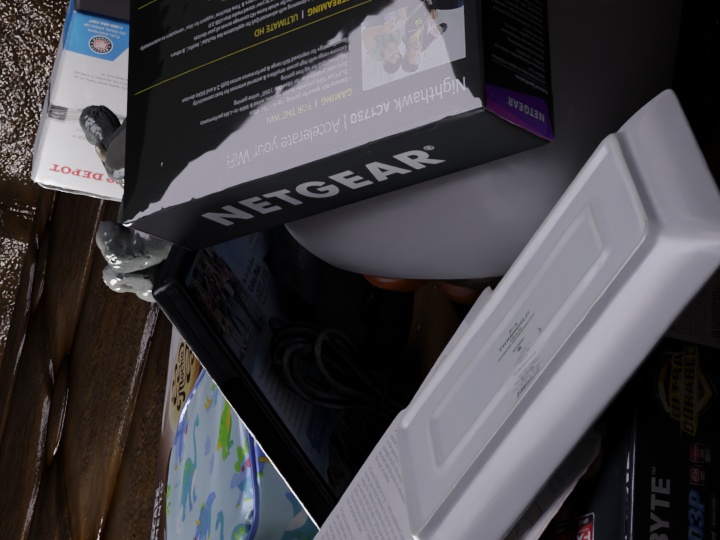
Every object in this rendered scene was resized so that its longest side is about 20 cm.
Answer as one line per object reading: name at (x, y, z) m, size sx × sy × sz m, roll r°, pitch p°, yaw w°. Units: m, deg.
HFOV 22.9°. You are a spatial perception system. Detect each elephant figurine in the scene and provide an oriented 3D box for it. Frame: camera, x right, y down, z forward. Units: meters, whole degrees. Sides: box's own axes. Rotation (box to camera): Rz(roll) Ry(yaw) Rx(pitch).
elephant figurine at (-0.166, -0.087, 1.492) m, size 0.142 × 0.155 × 0.200 m, roll 84°, pitch 179°, yaw -66°

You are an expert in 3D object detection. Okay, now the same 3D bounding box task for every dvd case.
dvd case at (-0.029, 0.057, 0.876) m, size 0.018 × 0.200 × 0.143 m, roll -28°, pitch 18°, yaw 17°

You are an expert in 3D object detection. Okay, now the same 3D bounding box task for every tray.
tray at (0.065, 0.029, 0.676) m, size 0.200 × 0.022 × 0.107 m, roll -56°, pitch 23°, yaw 27°

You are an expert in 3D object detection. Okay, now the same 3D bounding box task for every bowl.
bowl at (0.040, -0.101, 0.795) m, size 0.200 × 0.075 × 0.200 m, roll -2°, pitch 73°, yaw 40°

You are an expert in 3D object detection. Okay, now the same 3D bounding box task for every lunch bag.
lunch bag at (-0.058, 0.117, 1.030) m, size 0.200 × 0.082 × 0.161 m, roll 121°, pitch 149°, yaw -53°

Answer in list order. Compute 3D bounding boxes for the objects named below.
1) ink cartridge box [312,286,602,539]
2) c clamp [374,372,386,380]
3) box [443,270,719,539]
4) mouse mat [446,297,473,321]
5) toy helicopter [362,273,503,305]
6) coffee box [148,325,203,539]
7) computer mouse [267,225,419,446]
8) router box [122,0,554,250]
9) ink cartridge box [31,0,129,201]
ink cartridge box at (0.035, 0.125, 0.743) m, size 0.200 × 0.050 × 0.161 m, roll -55°, pitch 23°, yaw 11°
c clamp at (-0.017, 0.162, 1.057) m, size 0.171 × 0.027 × 0.200 m, roll 137°, pitch 140°, yaw -64°
box at (0.085, 0.086, 0.732) m, size 0.200 × 0.046 × 0.159 m, roll 142°, pitch 137°, yaw -65°
mouse mat at (0.058, -0.074, 0.987) m, size 0.200 × 0.008 × 0.161 m, roll -124°, pitch 47°, yaw -66°
toy helicopter at (0.048, -0.088, 0.875) m, size 0.132 × 0.079 × 0.200 m, roll -35°, pitch 62°, yaw 32°
coffee box at (-0.090, 0.121, 1.227) m, size 0.113 × 0.080 × 0.200 m, roll 142°, pitch 136°, yaw -64°
computer mouse at (0.000, 0.000, 0.911) m, size 0.053 × 0.138 × 0.200 m, roll -35°, pitch 45°, yaw 21°
router box at (-0.016, -0.104, 0.758) m, size 0.200 × 0.051 × 0.149 m, roll -15°, pitch 67°, yaw 37°
ink cartridge box at (-0.238, -0.175, 1.779) m, size 0.084 × 0.144 × 0.200 m, roll -102°, pitch 28°, yaw -54°
